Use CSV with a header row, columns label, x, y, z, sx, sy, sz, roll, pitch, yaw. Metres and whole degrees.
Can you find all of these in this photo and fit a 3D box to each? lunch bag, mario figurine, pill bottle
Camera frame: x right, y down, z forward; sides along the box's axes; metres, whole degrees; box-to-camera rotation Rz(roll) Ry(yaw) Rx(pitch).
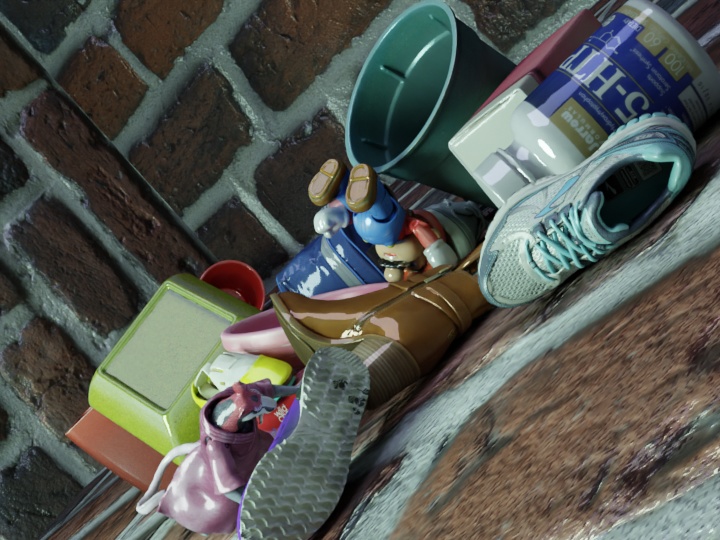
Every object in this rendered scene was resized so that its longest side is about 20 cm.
label,x,y,z,sx,sy,sz,roll,pitch,yaw
lunch bag,0.000,0.000,1.542,0.132,0.136,0.200,-41,4,18
mario figurine,0.025,-0.033,1.346,0.106,0.200,0.124,-40,48,10
pill bottle,0.195,-0.117,1.052,0.200,0.120,0.120,-44,5,3

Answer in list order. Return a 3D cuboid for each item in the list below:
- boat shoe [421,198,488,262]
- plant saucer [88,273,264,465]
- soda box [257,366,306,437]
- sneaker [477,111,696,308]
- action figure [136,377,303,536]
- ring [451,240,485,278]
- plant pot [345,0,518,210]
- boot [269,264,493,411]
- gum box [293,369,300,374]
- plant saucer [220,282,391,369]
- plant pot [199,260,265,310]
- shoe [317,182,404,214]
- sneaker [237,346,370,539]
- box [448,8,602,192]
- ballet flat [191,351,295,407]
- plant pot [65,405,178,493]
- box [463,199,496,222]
label,x,y,z,sx,sy,sz,roll,pitch,yaw
boat shoe,0.111,-0.056,1.487,0.071,0.071,0.201,-31,11,-3
plant saucer,-0.214,0.098,1.452,0.199,0.048,0.201,23,70,41
soda box,-0.072,0.153,1.268,0.200,0.063,0.070,-40,6,42
sneaker,0.163,-0.040,0.937,0.200,0.078,0.086,-42,8,19
action figure,-0.120,0.151,1.141,0.201,0.147,0.135,98,-169,-52
ring,0.092,0.026,1.268,0.200,0.019,0.200,-43,4,4
plant pot,0.118,-0.168,1.397,0.200,0.194,0.203,-38,42,43
boot,0.017,0.039,1.158,0.154,0.074,0.199,-38,41,-17
gum box,-0.081,0.131,1.483,0.113,0.066,0.200,-41,6,16
plant saucer,-0.048,0.063,1.336,0.197,0.052,0.201,-16,5,1
plant pot,-0.371,0.092,3.504,0.200,0.200,0.177,-45,-3,-20
shoe,0.030,-0.050,1.687,0.090,0.072,0.200,-33,-36,15
sneaker,-0.046,0.164,1.009,0.201,0.069,0.100,-63,-3,-45
box,0.197,-0.148,1.248,0.109,0.128,0.200,-36,9,43
ballet flat,-0.130,0.116,1.274,0.067,0.067,0.200,-49,7,-25
plant pot,-0.238,0.192,1.613,0.200,0.176,0.200,-44,5,-6
box,0.225,-0.160,1.561,0.157,0.050,0.200,-39,7,41
